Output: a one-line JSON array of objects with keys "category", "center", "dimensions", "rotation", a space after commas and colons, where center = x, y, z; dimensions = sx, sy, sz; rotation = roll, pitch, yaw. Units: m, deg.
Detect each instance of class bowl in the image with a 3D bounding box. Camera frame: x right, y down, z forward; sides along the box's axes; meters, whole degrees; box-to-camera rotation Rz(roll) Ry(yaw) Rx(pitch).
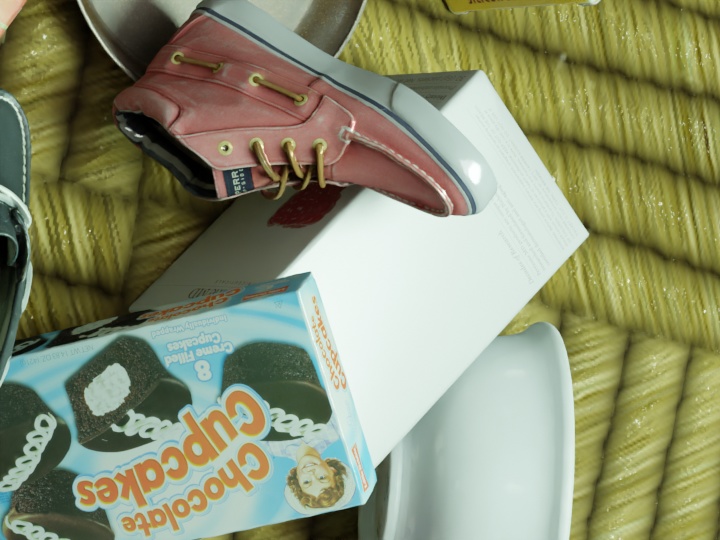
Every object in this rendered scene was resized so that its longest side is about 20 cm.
[{"category": "bowl", "center": [0.051, 0.122, 1.626], "dimensions": [0.090, 0.201, 0.201], "rotation": [6, 88, -9]}]

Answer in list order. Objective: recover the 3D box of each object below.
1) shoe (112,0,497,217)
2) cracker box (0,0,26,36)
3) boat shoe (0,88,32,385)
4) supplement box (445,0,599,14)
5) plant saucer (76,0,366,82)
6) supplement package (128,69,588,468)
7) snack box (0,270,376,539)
[{"category": "shoe", "center": [-0.031, -0.062, 1.516], "dimensions": [0.091, 0.200, 0.072], "rotation": [-47, 152, -20]}, {"category": "cracker box", "center": [-0.276, -0.146, 1.444], "dimensions": [0.200, 0.058, 0.134], "rotation": [45, 67, -29]}, {"category": "boat shoe", "center": [-0.191, -0.008, 1.482], "dimensions": [0.076, 0.060, 0.200], "rotation": [26, 59, -37]}, {"category": "supplement box", "center": [0.079, -0.252, 1.648], "dimensions": [0.103, 0.131, 0.200], "rotation": [-39, 112, -28]}, {"category": "plant saucer", "center": [-0.080, -0.183, 1.598], "dimensions": [0.200, 0.032, 0.201], "rotation": [-2, 94, -35]}, {"category": "supplement package", "center": [0.000, 0.000, 1.606], "dimensions": [0.200, 0.121, 0.120], "rotation": [-47, 116, -25]}, {"category": "snack box", "center": [-0.103, 0.080, 1.505], "dimensions": [0.037, 0.200, 0.116], "rotation": [-55, 130, -69]}]
